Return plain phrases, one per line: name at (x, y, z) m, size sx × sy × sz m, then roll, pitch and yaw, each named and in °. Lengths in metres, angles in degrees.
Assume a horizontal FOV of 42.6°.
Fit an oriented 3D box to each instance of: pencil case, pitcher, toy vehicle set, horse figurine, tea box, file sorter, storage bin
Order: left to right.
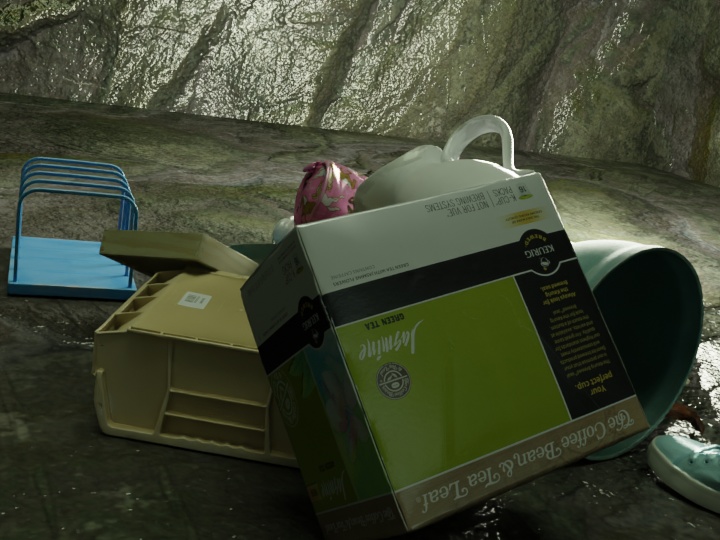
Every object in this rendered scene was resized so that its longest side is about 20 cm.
file sorter at (-0.342, -0.055, 1.107) m, size 0.139 × 0.123 × 0.200 m, roll 4°, pitch 15°, yaw -20°
toy vehicle set at (-0.165, 0.002, 0.985) m, size 0.124 × 0.027 × 0.200 m, roll 4°, pitch -15°, yaw 26°
storage bin at (-0.111, 0.076, 0.816) m, size 0.198 × 0.094 × 0.200 m, roll 9°, pitch 15°, yaw 1°
pencil case at (0.026, -0.052, 0.999) m, size 0.200 × 0.083 × 0.087 m, roll 18°, pitch 35°, yaw -22°
tea box at (0.052, 0.060, 0.637) m, size 0.200 × 0.197 × 0.134 m, roll -14°, pitch -14°, yaw -28°
pitcher at (0.104, -0.066, 0.850) m, size 0.121 × 0.172 × 0.200 m, roll 46°, pitch -3°, yaw -34°
horse figurine at (0.259, 0.118, 0.974) m, size 0.200 × 0.050 × 0.132 m, roll 19°, pitch 12°, yaw 41°

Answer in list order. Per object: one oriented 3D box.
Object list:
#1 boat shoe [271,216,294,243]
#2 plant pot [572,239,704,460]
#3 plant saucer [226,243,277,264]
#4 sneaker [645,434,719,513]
boat shoe at (-0.075, -0.039, 1.251) m, size 0.086 × 0.075 × 0.202 m, roll 17°, pitch 2°, yaw 13°
plant pot at (0.204, 0.057, 0.868) m, size 0.200 × 0.201 × 0.134 m, roll -2°, pitch 18°, yaw -36°
plant saucer at (-0.067, -0.006, 1.088) m, size 0.200 × 0.027 × 0.200 m, roll 2°, pitch -6°, yaw 0°
sneaker at (0.336, 0.167, 0.768) m, size 0.074 × 0.082 × 0.200 m, roll -4°, pitch 20°, yaw -45°
